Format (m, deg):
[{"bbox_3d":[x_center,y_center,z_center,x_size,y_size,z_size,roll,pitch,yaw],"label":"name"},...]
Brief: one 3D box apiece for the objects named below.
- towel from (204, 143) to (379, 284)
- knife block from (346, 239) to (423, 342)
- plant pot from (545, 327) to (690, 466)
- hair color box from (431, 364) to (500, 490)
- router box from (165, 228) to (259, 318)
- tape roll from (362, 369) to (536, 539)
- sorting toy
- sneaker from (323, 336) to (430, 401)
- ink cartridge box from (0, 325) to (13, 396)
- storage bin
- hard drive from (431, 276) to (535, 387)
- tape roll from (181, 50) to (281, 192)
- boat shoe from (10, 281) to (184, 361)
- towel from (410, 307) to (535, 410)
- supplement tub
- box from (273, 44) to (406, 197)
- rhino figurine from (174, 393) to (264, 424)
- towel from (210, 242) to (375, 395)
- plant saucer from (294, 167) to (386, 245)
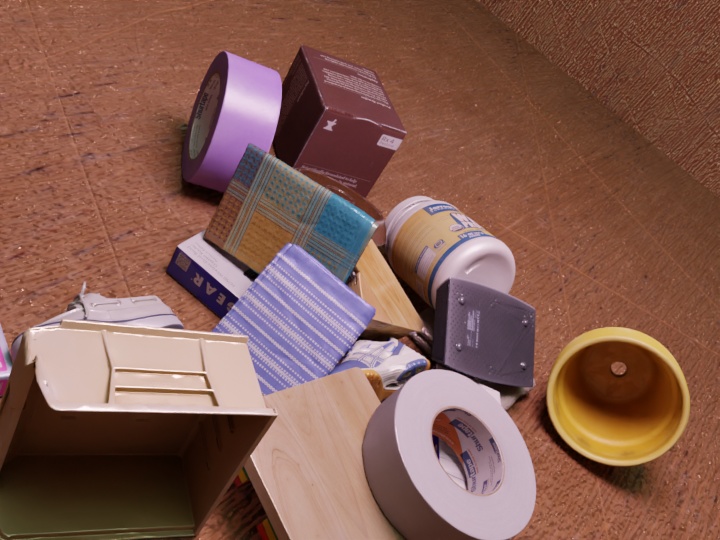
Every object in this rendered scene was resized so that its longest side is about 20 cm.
[{"bbox_3d":[-0.091,-0.051,0.949,0.200,0.147,0.022,33,16,9],"label":"towel"},{"bbox_3d":[0.000,0.000,1.034,0.200,0.064,0.176,19,58,-50],"label":"knife block"},{"bbox_3d":[0.402,0.177,1.159,0.201,0.201,0.189,41,20,9],"label":"plant pot"},{"bbox_3d":[0.131,0.230,0.967,0.109,0.065,0.200,25,34,-14],"label":"hair color box"},{"bbox_3d":[-0.132,0.013,1.019,0.200,0.049,0.179,39,34,6],"label":"router box"},{"bbox_3d":[0.101,0.215,0.832,0.200,0.066,0.201,25,41,-24],"label":"tape roll"},{"bbox_3d":[-0.038,0.227,0.805,0.198,0.070,0.200,-10,62,-46],"label":"sorting toy"},{"bbox_3d":[-0.001,0.137,0.978,0.199,0.076,0.088,-4,33,-45],"label":"sneaker"},{"bbox_3d":[-0.443,0.075,0.694,0.199,0.042,0.120,-5,50,-41],"label":"ink cartridge box"},{"bbox_3d":[-0.211,0.148,0.655,0.198,0.200,0.094,9,41,-33],"label":"storage bin"},{"bbox_3d":[0.179,0.093,1.064,0.199,0.042,0.136,19,70,-39],"label":"hard drive"},{"bbox_3d":[-0.197,-0.218,1.111,0.085,0.200,0.200,16,38,-26],"label":"tape roll"},{"bbox_3d":[-0.294,0.054,0.812,0.202,0.075,0.086,-10,52,-51],"label":"boat shoe"},{"bbox_3d":[0.169,0.132,1.144,0.200,0.035,0.132,46,38,18],"label":"towel"},{"bbox_3d":[0.132,-0.022,1.166,0.144,0.145,0.200,7,25,-34],"label":"supplement tub"},{"bbox_3d":[-0.050,-0.260,1.316,0.165,0.164,0.200,12,40,-31],"label":"box"},{"bbox_3d":[-0.209,0.135,0.785,0.199,0.087,0.060,-1,85,-39],"label":"rhino figurine"},{"bbox_3d":[-0.093,0.079,0.899,0.145,0.024,0.200,39,75,5],"label":"towel"},{"bbox_3d":[-0.039,-0.107,1.153,0.200,0.035,0.200,27,18,-10],"label":"plant saucer"}]
